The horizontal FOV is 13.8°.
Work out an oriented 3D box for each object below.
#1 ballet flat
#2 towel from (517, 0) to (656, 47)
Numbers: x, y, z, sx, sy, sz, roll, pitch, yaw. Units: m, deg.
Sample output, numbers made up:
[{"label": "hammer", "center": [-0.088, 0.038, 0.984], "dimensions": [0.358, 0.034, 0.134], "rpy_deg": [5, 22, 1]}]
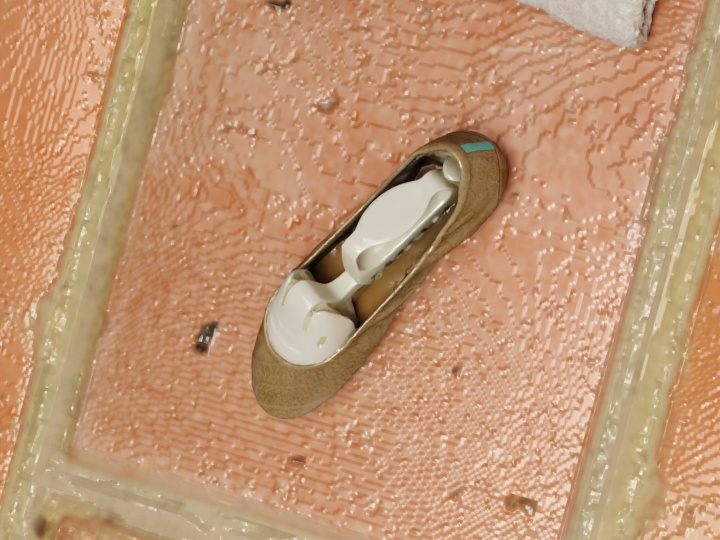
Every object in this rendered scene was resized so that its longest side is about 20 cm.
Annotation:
[{"label": "ballet flat", "center": [0.000, 0.000, 1.629], "dimensions": [0.200, 0.072, 0.068], "rpy_deg": [-44, 72, 12]}, {"label": "towel", "center": [0.110, -0.224, 1.583], "dimensions": [0.132, 0.034, 0.201], "rpy_deg": [23, 124, 24]}]
